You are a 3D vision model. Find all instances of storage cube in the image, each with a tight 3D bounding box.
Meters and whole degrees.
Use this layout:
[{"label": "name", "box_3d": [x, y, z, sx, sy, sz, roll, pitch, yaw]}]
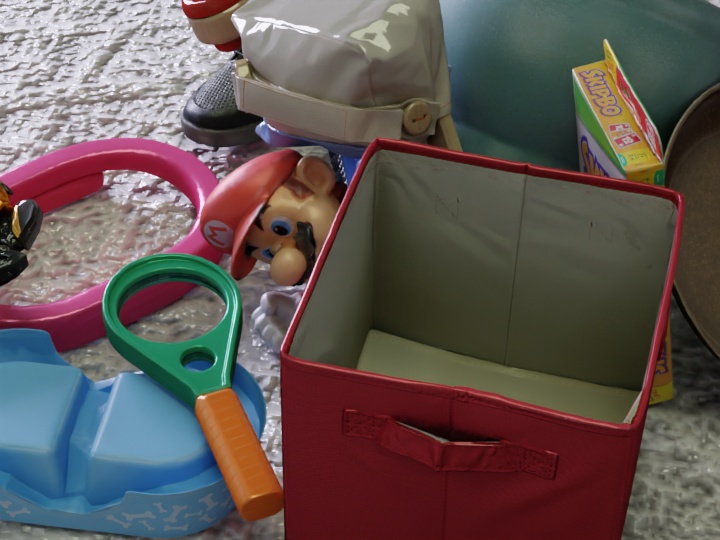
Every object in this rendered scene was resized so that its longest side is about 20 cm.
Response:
[{"label": "storage cube", "box_3d": [0.064, 0.065, 0.846, 0.169, 0.181, 0.201, 11, 41, 11]}]

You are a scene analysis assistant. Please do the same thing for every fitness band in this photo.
[{"label": "fitness band", "box_3d": [-0.179, -0.019, 1.045, 0.199, 0.038, 0.143, -28, 49, -28]}]

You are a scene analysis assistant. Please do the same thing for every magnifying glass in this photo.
[{"label": "magnifying glass", "box_3d": [-0.086, 0.058, 0.899, 0.079, 0.023, 0.200, -14, 42, -17]}]

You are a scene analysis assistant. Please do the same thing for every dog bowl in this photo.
[{"label": "dog bowl", "box_3d": [-0.150, 0.093, 0.909, 0.198, 0.050, 0.112, 5, 41, 5]}]

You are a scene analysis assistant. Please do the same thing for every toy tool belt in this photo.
[{"label": "toy tool belt", "box_3d": [-0.022, -0.112, 0.993, 0.199, 0.124, 0.125, 17, 51, 46]}]

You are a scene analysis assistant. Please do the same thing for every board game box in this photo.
[{"label": "board game box", "box_3d": [0.150, -0.025, 0.933, 0.030, 0.201, 0.096, -13, 42, -4]}]

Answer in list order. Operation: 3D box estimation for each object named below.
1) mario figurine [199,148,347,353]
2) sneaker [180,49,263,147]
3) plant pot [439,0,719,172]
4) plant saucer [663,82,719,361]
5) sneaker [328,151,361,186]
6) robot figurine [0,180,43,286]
[{"label": "mario figurine", "box_3d": [0.000, 0.000, 0.961, 0.198, 0.125, 0.106, 17, 0, -2]}, {"label": "sneaker", "box_3d": [-0.055, -0.168, 1.159, 0.076, 0.115, 0.199, 29, 50, 35]}, {"label": "plant pot", "box_3d": [0.123, -0.121, 1.019, 0.199, 0.135, 0.200, 21, 7, -3]}, {"label": "plant saucer", "box_3d": [0.247, -0.016, 0.984, 0.199, 0.037, 0.202, 8, 73, -28]}, {"label": "sneaker", "box_3d": [0.018, -0.085, 1.081, 0.078, 0.066, 0.201, -11, 58, -6]}, {"label": "robot figurine", "box_3d": [-0.275, 0.011, 0.952, 0.144, 0.058, 0.200, 8, 50, 42]}]
